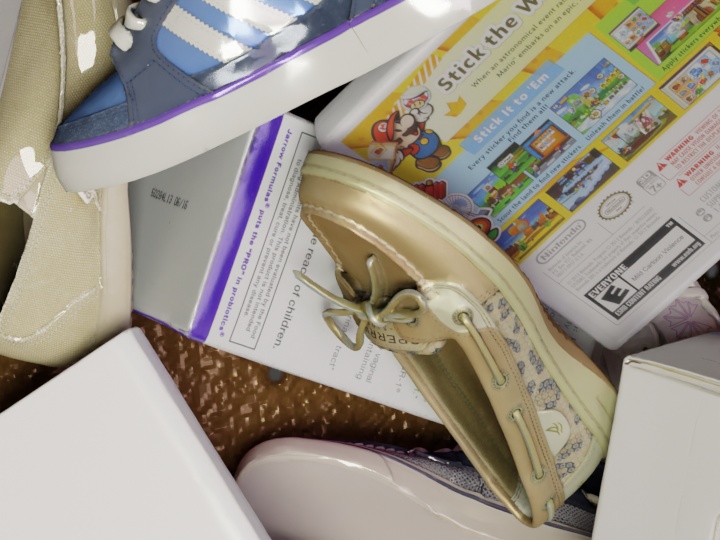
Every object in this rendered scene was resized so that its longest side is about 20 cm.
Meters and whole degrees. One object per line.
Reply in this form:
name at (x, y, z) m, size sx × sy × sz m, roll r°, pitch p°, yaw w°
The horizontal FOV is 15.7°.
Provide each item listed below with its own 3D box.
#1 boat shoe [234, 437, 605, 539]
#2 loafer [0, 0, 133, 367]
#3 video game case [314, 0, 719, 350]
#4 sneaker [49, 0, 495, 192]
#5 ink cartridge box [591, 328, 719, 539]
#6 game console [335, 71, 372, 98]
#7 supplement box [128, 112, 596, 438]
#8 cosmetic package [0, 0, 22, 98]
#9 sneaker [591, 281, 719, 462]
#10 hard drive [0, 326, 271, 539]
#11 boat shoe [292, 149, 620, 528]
boat shoe at (0.039, 0.109, 1.191) m, size 0.199 × 0.093 × 0.075 m, roll 21°, pitch 118°, yaw -8°
loafer at (-0.132, -0.053, 1.047) m, size 0.068 × 0.075 × 0.202 m, roll -12°, pitch 105°, yaw -35°
video game case at (0.112, -0.076, 1.042) m, size 0.182 × 0.023 × 0.200 m, roll 33°, pitch 114°, yaw -33°
sneaker at (-0.054, -0.130, 0.973) m, size 0.199 × 0.081 × 0.147 m, roll -24°, pitch 98°, yaw 18°
ink cartridge box at (0.182, 0.101, 1.131) m, size 0.200 × 0.087 × 0.146 m, roll -14°, pitch 115°, yaw -57°
game console at (0.104, -0.117, 1.036) m, size 0.176 × 0.031 × 0.201 m, roll 11°, pitch 123°, yaw -27°
supplement box at (0.000, 0.000, 1.121) m, size 0.199 × 0.101 × 0.104 m, roll 19°, pitch 89°, yaw -32°
cosmetic package at (-0.234, -0.102, 0.970) m, size 0.199 × 0.090 × 0.108 m, roll 11°, pitch 96°, yaw -35°
sneaker at (0.134, 0.003, 1.205) m, size 0.074 × 0.099 × 0.201 m, roll -21°, pitch 108°, yaw -24°
hard drive at (-0.092, 0.143, 1.052) m, size 0.131 × 0.026 × 0.201 m, roll -33°, pitch 86°, yaw 10°
boat shoe at (0.037, 0.028, 1.047) m, size 0.200 × 0.073 × 0.063 m, roll 45°, pitch 74°, yaw -31°
